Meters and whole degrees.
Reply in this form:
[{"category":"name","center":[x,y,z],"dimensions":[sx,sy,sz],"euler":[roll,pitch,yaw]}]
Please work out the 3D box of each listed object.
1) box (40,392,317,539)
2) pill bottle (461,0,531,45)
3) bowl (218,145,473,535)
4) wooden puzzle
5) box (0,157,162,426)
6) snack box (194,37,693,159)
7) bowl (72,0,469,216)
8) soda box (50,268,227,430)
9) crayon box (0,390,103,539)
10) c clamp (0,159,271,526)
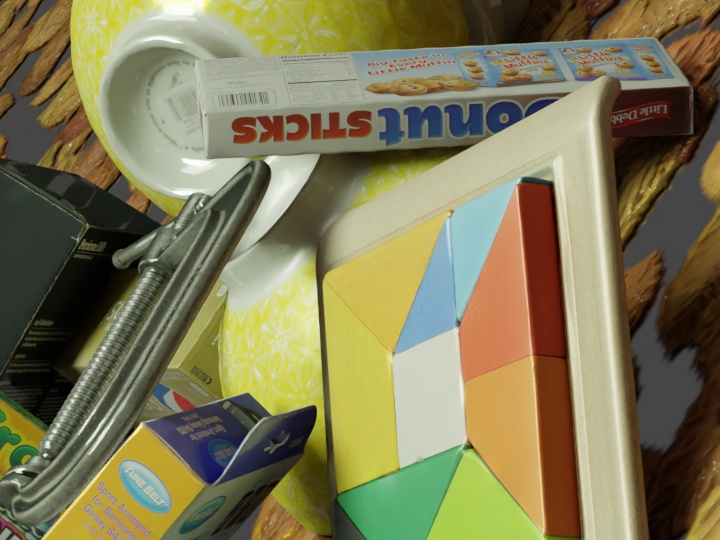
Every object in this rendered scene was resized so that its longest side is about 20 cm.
[{"category":"box","center":[-0.099,0.119,1.112],"dimensions":[0.200,0.041,0.119],"euler":[-51,-11,13]},{"category":"pill bottle","center":[0.036,-0.170,1.435],"dimensions":[0.114,0.114,0.200],"euler":[-38,22,35]},{"category":"bowl","center":[0.000,0.000,1.208],"dimensions":[0.200,0.108,0.200],"euler":[-45,18,19]},{"category":"wooden puzzle","center":[0.034,0.046,1.037],"dimensions":[0.185,0.037,0.201],"euler":[-27,57,53]},{"category":"box","center":[-0.179,0.021,1.495],"dimensions":[0.141,0.079,0.200],"euler":[-57,-9,4]},{"category":"snack box","center":[0.033,-0.072,1.178],"dimensions":[0.072,0.199,0.024],"euler":[-106,14,-69]},{"category":"bowl","center":[-0.059,-0.089,1.312],"dimensions":[0.200,0.200,0.108],"euler":[-37,5,36]},{"category":"soda box","center":[-0.081,0.040,1.388],"dimensions":[0.064,0.068,0.200],"euler":[-57,19,-15]},{"category":"crayon box","center":[-0.163,0.119,1.223],"dimensions":[0.119,0.200,0.058],"euler":[-53,17,-4]},{"category":"c clamp","center":[-0.092,0.032,1.153],"dimensions":[0.171,0.027,0.200],"euler":[-38,19,49]}]
